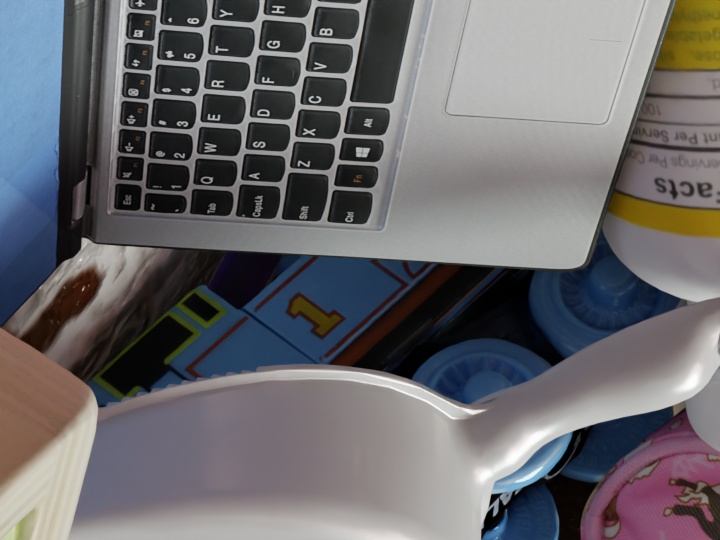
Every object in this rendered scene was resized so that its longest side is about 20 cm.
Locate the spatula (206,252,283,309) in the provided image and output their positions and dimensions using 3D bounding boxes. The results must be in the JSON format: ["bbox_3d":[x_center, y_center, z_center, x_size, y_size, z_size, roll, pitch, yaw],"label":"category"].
[{"bbox_3d":[0.000,0.000,0.807,0.057,0.021,0.200,-61,154,8],"label":"spatula"}]

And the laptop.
[{"bbox_3d":[-0.030,-0.020,0.511,0.188,0.199,0.116,102,-11,-54],"label":"laptop"}]

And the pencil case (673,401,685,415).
[{"bbox_3d":[0.100,0.046,0.846,0.200,0.089,0.078,-50,167,-10],"label":"pencil case"}]

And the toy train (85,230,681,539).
[{"bbox_3d":[0.008,0.037,0.705,0.200,0.114,0.087,-42,155,-26],"label":"toy train"}]

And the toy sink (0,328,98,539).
[{"bbox_3d":[-0.138,0.088,0.342,0.200,0.112,0.131,-44,159,-48],"label":"toy sink"}]

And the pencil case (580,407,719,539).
[{"bbox_3d":[0.142,0.052,0.726,0.086,0.083,0.200,-38,174,39],"label":"pencil case"}]

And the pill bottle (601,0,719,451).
[{"bbox_3d":[0.105,-0.059,0.615,0.111,0.111,0.201,-41,126,-52],"label":"pill bottle"}]

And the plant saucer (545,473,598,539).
[{"bbox_3d":[0.011,0.091,0.753,0.200,0.199,0.035,-51,140,-32],"label":"plant saucer"}]

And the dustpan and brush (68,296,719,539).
[{"bbox_3d":[0.005,0.056,0.586,0.140,0.199,0.057,62,14,-46],"label":"dustpan and brush"}]
